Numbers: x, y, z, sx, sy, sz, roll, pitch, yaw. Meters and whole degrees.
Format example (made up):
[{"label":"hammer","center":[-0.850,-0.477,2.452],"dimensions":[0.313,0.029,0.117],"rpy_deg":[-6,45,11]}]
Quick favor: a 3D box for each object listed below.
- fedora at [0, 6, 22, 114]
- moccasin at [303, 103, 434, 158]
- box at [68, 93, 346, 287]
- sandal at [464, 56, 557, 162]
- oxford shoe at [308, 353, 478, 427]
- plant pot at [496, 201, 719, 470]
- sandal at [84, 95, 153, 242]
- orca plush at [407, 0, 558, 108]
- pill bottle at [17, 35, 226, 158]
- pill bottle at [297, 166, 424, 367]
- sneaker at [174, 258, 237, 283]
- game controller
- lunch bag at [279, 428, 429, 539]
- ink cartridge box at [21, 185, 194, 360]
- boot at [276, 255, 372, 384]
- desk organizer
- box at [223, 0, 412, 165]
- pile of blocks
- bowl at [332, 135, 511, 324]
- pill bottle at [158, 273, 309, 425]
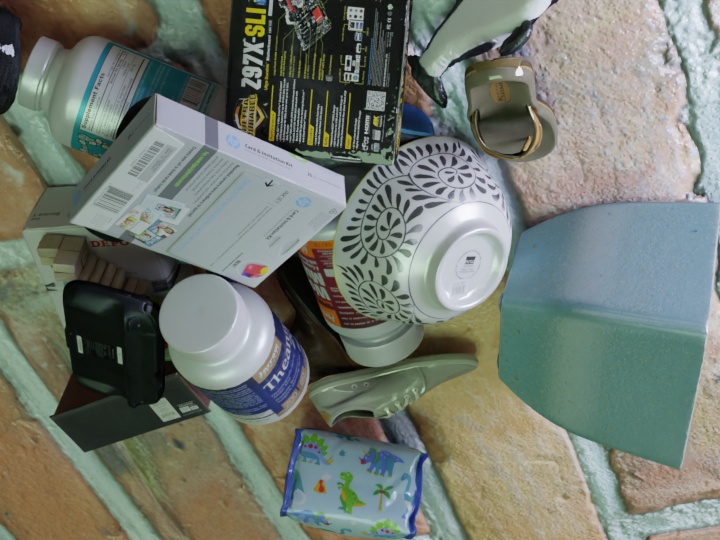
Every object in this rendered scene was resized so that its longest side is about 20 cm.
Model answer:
[{"label":"fedora","center":[-0.374,-0.195,1.090],"dimensions":[0.091,0.201,0.201],"rpy_deg":[8,137,-30]},{"label":"moccasin","center":[-0.029,-0.138,1.118],"dimensions":[0.199,0.081,0.068],"rpy_deg":[19,128,-6]},{"label":"box","center":[-0.136,-0.065,1.042],"dimensions":[0.199,0.041,0.156],"rpy_deg":[22,137,-31]},{"label":"sandal","center":[0.137,-0.133,1.059],"dimensions":[0.080,0.054,0.200],"rpy_deg":[-10,163,12]},{"label":"oxford shoe","center":[0.041,0.137,1.327],"dimensions":[0.199,0.058,0.075],"rpy_deg":[-14,162,-4]},{"label":"plant pot","center":[0.245,0.051,1.170],"dimensions":[0.199,0.197,0.197],"rpy_deg":[9,132,15]},{"label":"sandal","center":[-0.207,-0.082,1.077],"dimensions":[0.076,0.043,0.200],"rpy_deg":[26,136,-13]},{"label":"orca plush","center":[0.132,-0.219,1.029],"dimensions":[0.071,0.106,0.200],"rpy_deg":[4,137,-37]},{"label":"pill bottle","center":[-0.224,-0.156,1.117],"dimensions":[0.199,0.111,0.111],"rpy_deg":[21,131,-8]},{"label":"pill bottle","center":[0.000,0.000,1.214],"dimensions":[0.109,0.110,0.201],"rpy_deg":[-7,129,16]},{"label":"sneaker","center":[-0.148,-0.044,1.197],"dimensions":[0.078,0.076,0.200],"rpy_deg":[-26,162,10]},{"label":"game controller","center":[-0.254,0.077,1.193],"dimensions":[0.104,0.042,0.200],"rpy_deg":[22,145,6]},{"label":"lunch bag","center":[-0.011,0.271,1.445],"dimensions":[0.169,0.128,0.200],"rpy_deg":[11,161,0]},{"label":"ink cartridge box","center":[-0.266,0.004,1.280],"dimensions":[0.145,0.085,0.201],"rpy_deg":[-2,129,11]},{"label":"boot","center":[-0.105,0.081,1.340],"dimensions":[0.199,0.064,0.187],"rpy_deg":[-20,122,30]},{"label":"desk organizer","center":[-0.273,0.148,1.411],"dimensions":[0.199,0.077,0.072],"rpy_deg":[-20,125,25]},{"label":"box","center":[-0.036,-0.201,1.032],"dimensions":[0.158,0.049,0.201],"rpy_deg":[6,104,6]},{"label":"pile of blocks","center":[-0.260,0.041,1.213],"dimensions":[0.199,0.062,0.082],"rpy_deg":[33,126,-19]},{"label":"bowl","center":[0.080,-0.020,1.120],"dimensions":[0.200,0.094,0.202],"rpy_deg":[-18,124,-28]},{"label":"pill bottle","center":[-0.130,0.079,1.185],"dimensions":[0.110,0.112,0.200],"rpy_deg":[-4,156,13]}]
